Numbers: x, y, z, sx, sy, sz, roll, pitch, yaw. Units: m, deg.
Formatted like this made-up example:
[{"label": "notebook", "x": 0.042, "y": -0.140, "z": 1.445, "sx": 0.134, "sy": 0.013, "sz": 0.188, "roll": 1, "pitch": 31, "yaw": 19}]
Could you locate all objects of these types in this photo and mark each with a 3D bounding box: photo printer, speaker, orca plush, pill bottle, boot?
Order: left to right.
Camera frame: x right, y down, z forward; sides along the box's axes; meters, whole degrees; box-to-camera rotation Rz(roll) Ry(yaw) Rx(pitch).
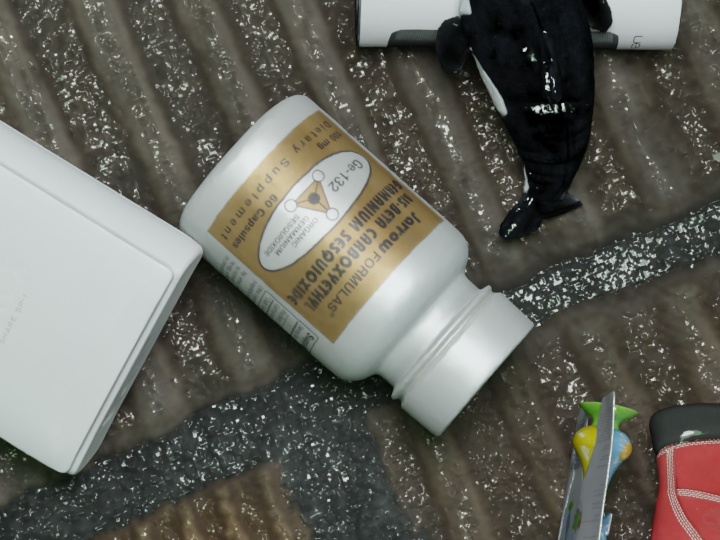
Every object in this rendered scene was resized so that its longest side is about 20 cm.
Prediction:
[{"label": "photo printer", "x": -0.214, "y": 0.003, "z": 1.356, "sx": 0.200, "sy": 0.069, "sz": 0.167, "roll": 32, "pitch": 112, "yaw": 3}, {"label": "pill bottle", "x": 0.000, "y": 0.000, "z": 1.368, "sx": 0.200, "sy": 0.114, "sz": 0.114, "roll": 41, "pitch": 82, "yaw": 4}, {"label": "speaker", "x": 0.097, "y": -0.177, "z": 1.415, "sx": 0.199, "sy": 0.081, "sz": 0.082, "roll": 0, "pitch": 81, "yaw": -3}, {"label": "orca plush", "x": 0.097, "y": -0.108, "z": 1.362, "sx": 0.105, "sy": 0.071, "sz": 0.201, "roll": 3, "pitch": 115, "yaw": -3}, {"label": "boot", "x": 0.265, "y": 0.147, "z": 1.380, "sx": 0.199, "sy": 0.072, "sz": 0.145, "roll": 17, "pitch": 53, "yaw": -17}]

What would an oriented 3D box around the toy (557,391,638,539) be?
[{"label": "toy", "x": 0.141, "y": 0.176, "z": 1.345, "sx": 0.047, "sy": 0.115, "sz": 0.201, "roll": 6, "pitch": 81, "yaw": -4}]
